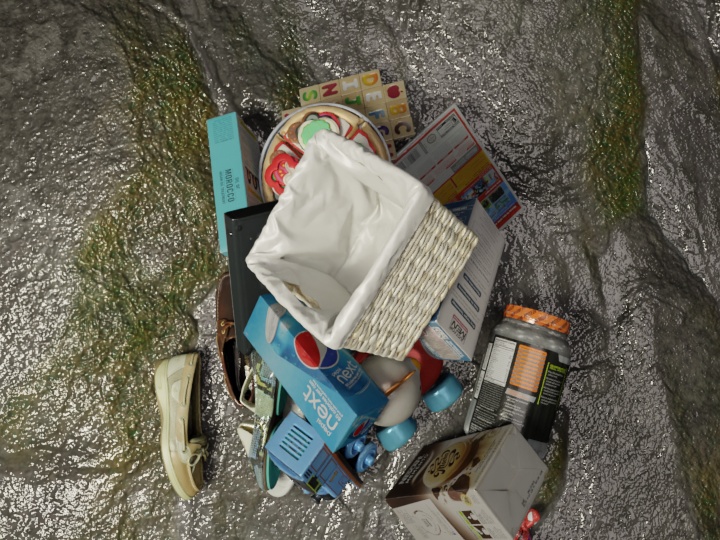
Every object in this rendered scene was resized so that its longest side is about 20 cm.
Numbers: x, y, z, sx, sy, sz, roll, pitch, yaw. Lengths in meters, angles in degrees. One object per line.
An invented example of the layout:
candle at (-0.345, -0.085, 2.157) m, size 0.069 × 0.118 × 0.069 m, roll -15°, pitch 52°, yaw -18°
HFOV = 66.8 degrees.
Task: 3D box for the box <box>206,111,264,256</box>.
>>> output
box at (-0.174, -0.116, 0.789) m, size 0.048 × 0.082 × 0.204 m, roll -12°, pitch 74°, yaw 10°

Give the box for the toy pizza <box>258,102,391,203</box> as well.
toy pizza at (-0.053, -0.138, 0.778) m, size 0.196 × 0.032 × 0.205 m, roll 0°, pitch 92°, yaw 7°

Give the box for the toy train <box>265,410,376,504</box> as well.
toy train at (-0.047, 0.249, 0.745) m, size 0.086 × 0.201 × 0.115 m, roll 27°, pitch 65°, yaw 32°

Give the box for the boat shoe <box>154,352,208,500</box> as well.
boat shoe at (-0.249, 0.225, 0.793) m, size 0.062 × 0.073 × 0.205 m, roll -11°, pitch 80°, yaw 1°

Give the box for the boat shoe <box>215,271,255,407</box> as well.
boat shoe at (-0.176, 0.098, 0.804) m, size 0.069 × 0.070 × 0.204 m, roll -13°, pitch 86°, yaw 2°

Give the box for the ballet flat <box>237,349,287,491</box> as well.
ballet flat at (-0.135, 0.200, 0.753) m, size 0.073 × 0.074 × 0.204 m, roll 9°, pitch 96°, yaw -3°

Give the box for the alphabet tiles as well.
alphabet tiles at (-0.022, -0.223, 0.824) m, size 0.196 × 0.006 × 0.169 m, roll -12°, pitch 66°, yaw 7°

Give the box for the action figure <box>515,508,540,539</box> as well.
action figure at (0.202, 0.435, 0.795) m, size 0.065 × 0.099 × 0.200 m, roll 43°, pitch 83°, yaw -1°

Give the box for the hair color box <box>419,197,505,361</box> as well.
hair color box at (0.134, 0.011, 0.757) m, size 0.100 × 0.060 × 0.202 m, roll 44°, pitch 56°, yaw -34°

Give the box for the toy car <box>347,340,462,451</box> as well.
toy car at (0.048, 0.146, 0.749) m, size 0.176 × 0.200 × 0.186 m, roll -37°, pitch 89°, yaw -5°

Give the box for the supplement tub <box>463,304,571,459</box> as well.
supplement tub at (0.233, 0.160, 0.798) m, size 0.120 × 0.123 × 0.204 m, roll 18°, pitch 86°, yaw -2°

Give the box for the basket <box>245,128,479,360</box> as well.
basket at (0.003, -0.028, 0.664) m, size 0.198 × 0.160 × 0.202 m, roll 37°, pitch 100°, yaw 40°

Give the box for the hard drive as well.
hard drive at (-0.111, 0.006, 0.749) m, size 0.138 × 0.033 × 0.204 m, roll -19°, pitch 123°, yaw -34°

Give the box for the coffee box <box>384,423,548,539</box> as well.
coffee box at (0.136, 0.289, 0.733) m, size 0.080 × 0.200 × 0.113 m, roll 50°, pitch 51°, yaw -1°

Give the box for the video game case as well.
video game case at (0.147, -0.128, 0.837) m, size 0.143 × 0.017 × 0.201 m, roll -41°, pitch 104°, yaw -5°

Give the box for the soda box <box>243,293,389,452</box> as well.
soda box at (-0.060, 0.116, 0.675) m, size 0.200 × 0.064 × 0.068 m, roll 46°, pitch 122°, yaw 26°

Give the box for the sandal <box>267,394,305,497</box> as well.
sandal at (-0.097, 0.234, 0.808) m, size 0.049 × 0.082 × 0.207 m, roll 10°, pitch 94°, yaw -45°
